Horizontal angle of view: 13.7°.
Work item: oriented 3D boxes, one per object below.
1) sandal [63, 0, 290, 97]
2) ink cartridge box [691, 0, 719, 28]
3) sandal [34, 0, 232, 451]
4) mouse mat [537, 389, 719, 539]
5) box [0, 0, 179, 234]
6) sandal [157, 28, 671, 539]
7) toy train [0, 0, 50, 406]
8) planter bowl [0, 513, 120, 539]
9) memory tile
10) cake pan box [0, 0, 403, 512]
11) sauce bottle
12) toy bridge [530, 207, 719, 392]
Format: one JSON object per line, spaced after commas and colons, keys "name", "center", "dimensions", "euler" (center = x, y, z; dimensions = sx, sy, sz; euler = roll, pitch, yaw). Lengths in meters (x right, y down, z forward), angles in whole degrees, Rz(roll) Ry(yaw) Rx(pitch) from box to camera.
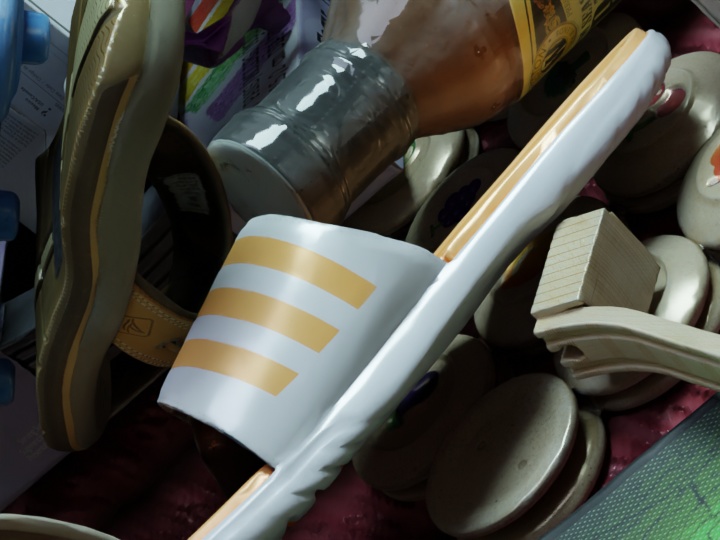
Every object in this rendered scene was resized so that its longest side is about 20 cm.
{"name": "sandal", "center": [-0.038, -0.094, 0.881], "dimensions": [0.082, 0.050, 0.203], "euler": [-59, 6, 24]}
{"name": "ink cartridge box", "center": [0.157, -0.169, 0.799], "dimensions": [0.145, 0.084, 0.200], "euler": [-19, 39, 42]}
{"name": "sandal", "center": [-0.057, -0.011, 0.784], "dimensions": [0.200, 0.054, 0.080], "euler": [111, 160, -58]}
{"name": "mouse mat", "center": [0.103, 0.065, 0.649], "dimensions": [0.200, 0.008, 0.161], "euler": [-39, 29, 1]}
{"name": "box", "center": [-0.116, -0.112, 0.964], "dimensions": [0.060, 0.117, 0.200], "euler": [-41, 26, 23]}
{"name": "sandal", "center": [-0.001, 0.002, 0.770], "dimensions": [0.207, 0.059, 0.079], "euler": [-49, -1, -21]}
{"name": "toy train", "center": [-0.134, -0.034, 0.822], "dimensions": [0.114, 0.087, 0.200], "euler": [-104, 20, -60]}
{"name": "planter bowl", "center": [-0.122, 0.152, 0.663], "dimensions": [0.135, 0.200, 0.200], "euler": [-2, 53, 48]}
{"name": "memory tile", "center": [0.041, -0.008, 0.834], "dimensions": [0.153, 0.017, 0.200], "euler": [-50, 29, -2]}
{"name": "cake pan box", "center": [-0.070, -0.034, 0.969], "dimensions": [0.184, 0.052, 0.200], "euler": [-41, 25, 22]}
{"name": "sauce bottle", "center": [0.037, -0.083, 0.843], "dimensions": [0.200, 0.065, 0.065], "euler": [-46, 26, -22]}
{"name": "toy bridge", "center": [0.124, -0.002, 0.681], "dimensions": [0.200, 0.027, 0.067], "euler": [-15, 41, 38]}
